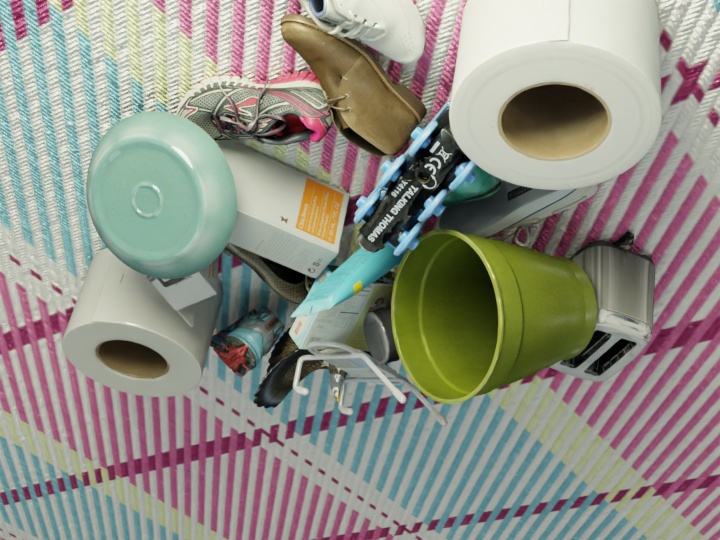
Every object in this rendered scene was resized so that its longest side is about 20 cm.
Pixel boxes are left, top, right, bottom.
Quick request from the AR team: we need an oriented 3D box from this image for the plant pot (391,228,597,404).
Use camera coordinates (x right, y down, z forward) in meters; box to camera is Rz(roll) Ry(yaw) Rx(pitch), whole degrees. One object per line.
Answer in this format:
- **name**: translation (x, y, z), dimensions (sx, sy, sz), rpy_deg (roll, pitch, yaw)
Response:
- **plant pot**: translation (0.172, 0.051, 1.243), dimensions (0.193, 0.201, 0.200), rpy_deg (-1, 154, -35)

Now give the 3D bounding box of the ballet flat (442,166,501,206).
- **ballet flat**: translation (0.076, -0.102, 1.262), dimensions (0.200, 0.067, 0.070), rpy_deg (-19, 111, 34)

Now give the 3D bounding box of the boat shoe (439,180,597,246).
- **boat shoe**: translation (0.196, -0.075, 1.260), dimensions (0.202, 0.075, 0.086), rpy_deg (-27, 141, 31)

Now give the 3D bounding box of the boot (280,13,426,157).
- **boot**: translation (-0.016, -0.197, 1.120), dimensions (0.200, 0.076, 0.074), rpy_deg (37, 167, -29)

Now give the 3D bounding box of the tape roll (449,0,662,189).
- **tape roll**: translation (0.194, -0.195, 1.029), dimensions (0.202, 0.139, 0.203), rpy_deg (7, 145, 5)

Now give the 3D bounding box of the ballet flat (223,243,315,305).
- **ballet flat**: translation (-0.123, -0.017, 1.422), dimensions (0.200, 0.067, 0.046), rpy_deg (38, 119, -26)

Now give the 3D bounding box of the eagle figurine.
- **eagle figurine**: translation (-0.057, 0.124, 1.515), dimensions (0.200, 0.151, 0.152), rpy_deg (-4, 153, 7)

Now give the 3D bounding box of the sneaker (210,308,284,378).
- **sneaker**: translation (-0.165, 0.105, 1.576), dimensions (0.079, 0.096, 0.200), rpy_deg (51, 159, -10)

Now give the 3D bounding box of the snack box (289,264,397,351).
- **snack box**: translation (0.014, 0.054, 1.398), dimensions (0.200, 0.037, 0.116), rpy_deg (6, 124, -37)

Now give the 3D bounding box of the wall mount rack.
- **wall mount rack**: translation (0.016, 0.153, 1.371), dimensions (0.174, 0.075, 0.200), rpy_deg (-3, 158, 32)

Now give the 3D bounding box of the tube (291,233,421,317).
- **tube**: translation (0.000, 0.000, 1.288), dimensions (0.077, 0.200, 0.050), rpy_deg (-22, 103, 50)

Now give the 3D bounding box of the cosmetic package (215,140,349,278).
- **cosmetic package**: translation (-0.121, -0.081, 1.295), dimensions (0.200, 0.102, 0.071), rpy_deg (22, 142, -18)

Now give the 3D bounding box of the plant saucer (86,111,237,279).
- **plant saucer**: translation (-0.242, -0.084, 1.211), dimensions (0.200, 0.036, 0.200), rpy_deg (4, 104, 17)

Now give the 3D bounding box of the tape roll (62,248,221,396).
- **tape roll**: translation (-0.314, 0.074, 1.509), dimensions (0.202, 0.139, 0.203), rpy_deg (7, 143, 5)

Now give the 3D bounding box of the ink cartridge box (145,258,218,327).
- **ink cartridge box**: translation (-0.243, -0.034, 1.356), dimensions (0.067, 0.116, 0.200), rpy_deg (-22, 131, 14)

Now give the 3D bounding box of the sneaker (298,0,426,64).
- **sneaker**: translation (-0.015, -0.262, 1.034), dimensions (0.200, 0.087, 0.074), rpy_deg (32, 137, -29)

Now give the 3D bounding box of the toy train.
- **toy train**: translation (0.069, -0.102, 1.159), dimensions (0.087, 0.114, 0.200), rpy_deg (39, 121, -1)

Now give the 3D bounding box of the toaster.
- **toaster**: translation (0.311, 0.055, 1.349), dimensions (0.114, 0.129, 0.200), rpy_deg (19, 143, -13)

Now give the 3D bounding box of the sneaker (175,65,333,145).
- **sneaker**: translation (-0.124, -0.178, 1.186), dimensions (0.200, 0.075, 0.081), rpy_deg (-5, 142, 22)

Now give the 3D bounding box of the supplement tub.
- **supplement tub**: translation (0.107, 0.063, 1.361), dimensions (0.200, 0.107, 0.107), rpy_deg (-14, 151, -22)
